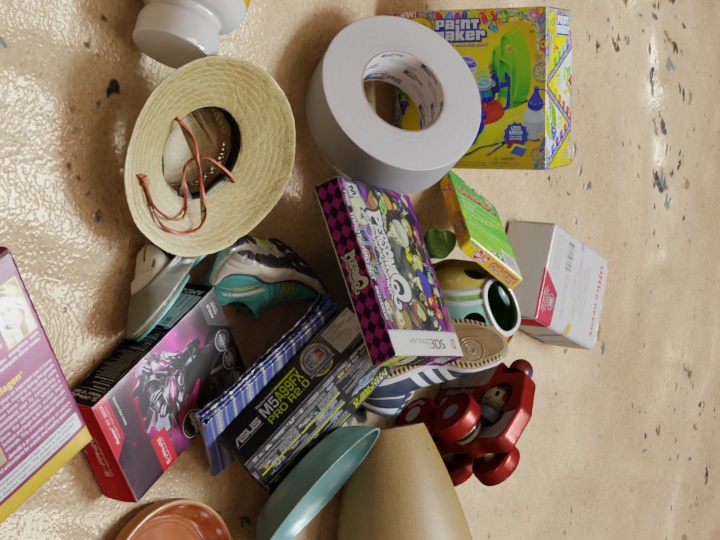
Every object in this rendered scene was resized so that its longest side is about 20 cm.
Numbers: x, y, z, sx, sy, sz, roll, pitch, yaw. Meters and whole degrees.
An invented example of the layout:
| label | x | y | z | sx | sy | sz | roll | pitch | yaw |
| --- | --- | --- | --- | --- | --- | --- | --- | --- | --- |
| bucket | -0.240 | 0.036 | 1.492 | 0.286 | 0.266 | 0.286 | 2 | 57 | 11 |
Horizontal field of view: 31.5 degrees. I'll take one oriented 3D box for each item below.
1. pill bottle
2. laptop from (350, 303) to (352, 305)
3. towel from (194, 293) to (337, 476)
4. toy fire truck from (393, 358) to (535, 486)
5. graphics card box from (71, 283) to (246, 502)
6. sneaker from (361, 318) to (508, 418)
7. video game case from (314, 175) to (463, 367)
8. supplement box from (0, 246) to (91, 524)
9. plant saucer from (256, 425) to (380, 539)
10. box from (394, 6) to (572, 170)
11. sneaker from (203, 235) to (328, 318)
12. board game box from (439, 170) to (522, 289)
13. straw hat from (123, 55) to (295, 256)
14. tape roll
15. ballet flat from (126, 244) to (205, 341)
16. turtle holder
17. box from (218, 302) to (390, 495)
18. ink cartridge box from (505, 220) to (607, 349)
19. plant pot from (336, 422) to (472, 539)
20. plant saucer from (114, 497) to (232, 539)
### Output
| label | x | y | z | sx | sy | sz | roll | pitch | yaw |
| --- | --- | --- | --- | --- | --- | --- | --- | --- | --- |
| pill bottle | -0.154 | -0.304 | 1.255 | 0.113 | 0.112 | 0.202 | 36 | 65 | -49 |
| laptop | 0.000 | 0.000 | 1.541 | 0.187 | 0.115 | 0.202 | 36 | 36 | -71 |
| towel | -0.096 | 0.123 | 1.366 | 0.200 | 0.024 | 0.145 | -42 | 157 | -22 |
| toy fire truck | 0.151 | 0.183 | 1.669 | 0.112 | 0.199 | 0.169 | 46 | 59 | -20 |
| graphics card box | -0.203 | 0.121 | 1.292 | 0.200 | 0.050 | 0.127 | -48 | 131 | -40 |
| sneaker | 0.082 | 0.124 | 1.590 | 0.109 | 0.197 | 0.071 | 101 | -24 | -54 |
| video game case | 0.033 | 0.005 | 1.378 | 0.181 | 0.035 | 0.202 | 9 | 60 | -63 |
| supplement box | -0.332 | 0.095 | 1.068 | 0.131 | 0.102 | 0.202 | -43 | 128 | -42 |
| plant saucer | -0.056 | 0.244 | 1.448 | 0.200 | 0.036 | 0.200 | -47 | 168 | -13 |
| box | 0.154 | -0.227 | 1.596 | 0.122 | 0.197 | 0.196 | -17 | 108 | -64 |
| sneaker | -0.107 | 0.011 | 1.409 | 0.080 | 0.077 | 0.199 | -53 | 153 | 13 |
| board game box | 0.155 | -0.059 | 1.672 | 0.095 | 0.030 | 0.201 | 37 | 24 | -23 |
| straw hat | -0.168 | -0.122 | 1.271 | 0.199 | 0.085 | 0.204 | -13 | 113 | -33 |
| tape roll | 0.038 | -0.192 | 1.477 | 0.198 | 0.066 | 0.203 | 9 | 64 | -18 |
| ballet flat | -0.193 | -0.014 | 1.294 | 0.064 | 0.067 | 0.201 | 46 | 53 | -13 |
| turtle holder | 0.132 | 0.039 | 1.663 | 0.140 | 0.131 | 0.188 | 0 | 79 | -46 |
| box | -0.056 | 0.145 | 1.393 | 0.200 | 0.044 | 0.161 | -47 | 159 | -10 |
| ink cartridge box | 0.288 | 0.025 | 1.921 | 0.199 | 0.085 | 0.150 | 28 | 71 | -53 |
| plant pot | 0.047 | 0.295 | 1.573 | 0.185 | 0.185 | 0.203 | 0 | 80 | -53 |
| plant saucer | -0.206 | 0.338 | 1.331 | 0.199 | 0.032 | 0.203 | -8 | 100 | -53 |
